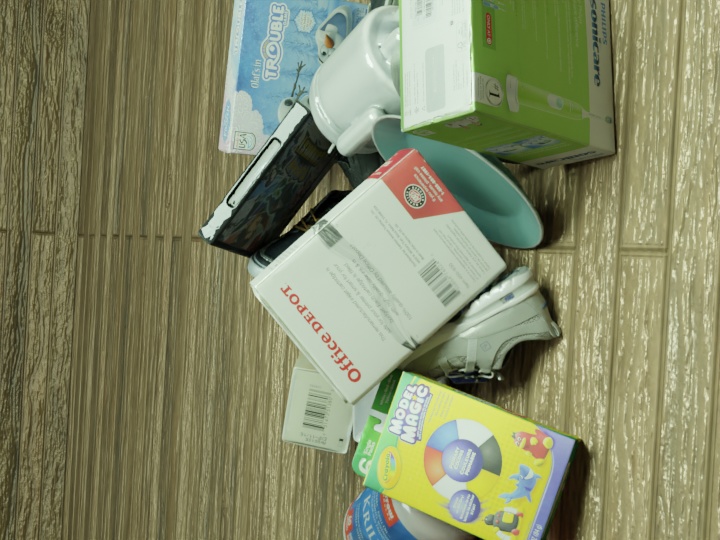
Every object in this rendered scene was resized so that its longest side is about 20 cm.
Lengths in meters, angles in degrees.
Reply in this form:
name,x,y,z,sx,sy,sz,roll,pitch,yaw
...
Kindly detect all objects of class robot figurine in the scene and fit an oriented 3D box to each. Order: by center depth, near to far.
name,x,y,z,sx,sy,sz,roll,pitch,yaw
robot figurine,0.019,-0.195,1.163,0.200,0.112,0.171,-36,25,52

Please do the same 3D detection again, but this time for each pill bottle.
name,x,y,z,sx,sy,sz,roll,pitch,yaw
pill bottle,0.067,0.244,1.157,0.200,0.111,0.113,-53,42,49

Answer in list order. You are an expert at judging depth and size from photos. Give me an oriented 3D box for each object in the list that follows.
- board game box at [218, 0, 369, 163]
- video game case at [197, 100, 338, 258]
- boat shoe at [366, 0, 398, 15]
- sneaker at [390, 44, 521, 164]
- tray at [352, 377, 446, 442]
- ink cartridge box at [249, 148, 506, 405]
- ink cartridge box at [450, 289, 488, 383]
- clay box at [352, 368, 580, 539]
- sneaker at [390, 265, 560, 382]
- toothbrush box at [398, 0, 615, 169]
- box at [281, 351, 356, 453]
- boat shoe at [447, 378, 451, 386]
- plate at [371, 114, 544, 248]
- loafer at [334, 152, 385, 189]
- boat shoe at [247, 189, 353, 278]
name,x,y,z,sx,sy,sz,roll,pitch,yaw
board game box,-0.067,-0.238,1.385,0.043,0.197,0.202,26,111,61
video game case,-0.097,-0.097,1.296,0.181,0.025,0.200,-52,-11,3
boat shoe,0.052,-0.343,1.291,0.061,0.075,0.201,63,141,36
sneaker,0.103,-0.171,1.043,0.070,0.199,0.081,4,73,47
tray,0.043,0.102,1.182,0.106,0.022,0.202,10,117,21
ink cartridge box,0.013,0.004,1.059,0.147,0.200,0.083,51,174,-10
ink cartridge box,0.084,0.034,1.220,0.200,0.044,0.095,-134,50,-56
clay box,0.090,0.172,1.032,0.198,0.048,0.116,20,90,18
sneaker,0.103,0.082,1.084,0.200,0.075,0.082,-37,88,32
toothbrush box,0.129,-0.180,0.962,0.086,0.199,0.147,-10,79,47
box,-0.035,0.129,1.321,0.200,0.077,0.096,-71,-9,-76
boat shoe,0.035,0.150,1.282,0.201,0.066,0.074,-61,36,42
plate,0.098,-0.091,1.081,0.026,0.200,0.200,-53,23,-13
loafer,0.006,-0.130,1.317,0.068,0.070,0.202,-60,-32,-56
boat shoe,-0.058,-0.045,1.364,0.071,0.200,0.092,33,119,24
